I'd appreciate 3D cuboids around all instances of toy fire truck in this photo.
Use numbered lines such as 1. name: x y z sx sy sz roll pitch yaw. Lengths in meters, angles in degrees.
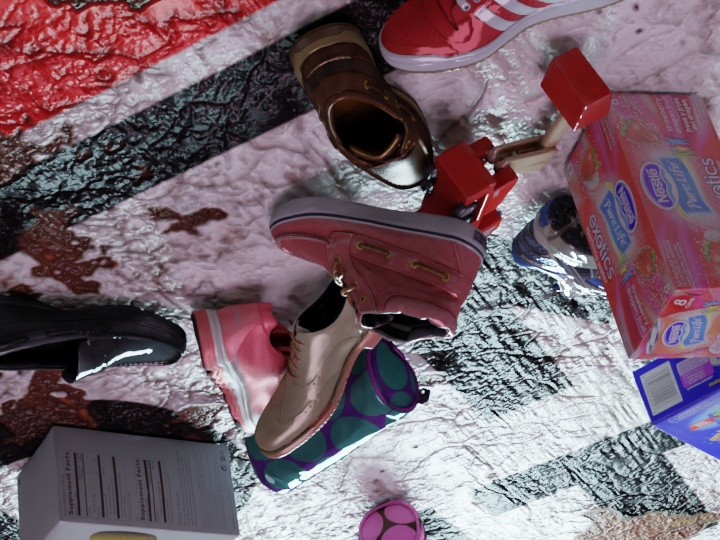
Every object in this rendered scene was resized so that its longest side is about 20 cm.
1. toy fire truck: 0.119 -0.087 1.161 0.141 0.049 0.200 -31 164 -16

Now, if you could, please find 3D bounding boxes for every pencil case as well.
1. pencil case: 0.050 0.363 1.771 0.090 0.094 0.200 -16 147 5
2. pencil case: -0.029 0.146 1.436 0.200 0.092 0.085 -37 101 33

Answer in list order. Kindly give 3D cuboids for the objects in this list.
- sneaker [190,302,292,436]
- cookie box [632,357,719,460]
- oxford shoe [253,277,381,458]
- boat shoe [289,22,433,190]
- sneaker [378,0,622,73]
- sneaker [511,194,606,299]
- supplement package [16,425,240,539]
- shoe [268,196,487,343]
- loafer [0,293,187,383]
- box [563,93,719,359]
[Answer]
1. sneaker: -0.093 0.095 1.352 0.086 0.074 0.200 -18 147 1
2. cookie box: 0.428 0.132 1.573 0.171 0.075 0.200 -33 141 27
3. oxford shoe: -0.047 0.078 1.303 0.074 0.071 0.200 31 92 -40
4. boat shoe: 0.007 -0.107 1.090 0.072 0.068 0.200 -24 149 12
5. sneaker: 0.099 -0.211 0.973 0.199 0.071 0.113 -22 150 0
6. sneaker: 0.222 -0.010 1.319 0.199 0.077 0.085 22 143 -30
7. supplement package: -0.244 0.245 1.487 0.199 0.110 0.114 10 139 -30
8. shoe: 0.000 0.000 1.157 0.199 0.091 0.072 7 155 29
9. loafer: -0.249 0.069 1.265 0.200 0.071 0.068 7 142 -27
10. box: 0.248 -0.038 1.156 0.094 0.201 0.103 -1 145 -17
